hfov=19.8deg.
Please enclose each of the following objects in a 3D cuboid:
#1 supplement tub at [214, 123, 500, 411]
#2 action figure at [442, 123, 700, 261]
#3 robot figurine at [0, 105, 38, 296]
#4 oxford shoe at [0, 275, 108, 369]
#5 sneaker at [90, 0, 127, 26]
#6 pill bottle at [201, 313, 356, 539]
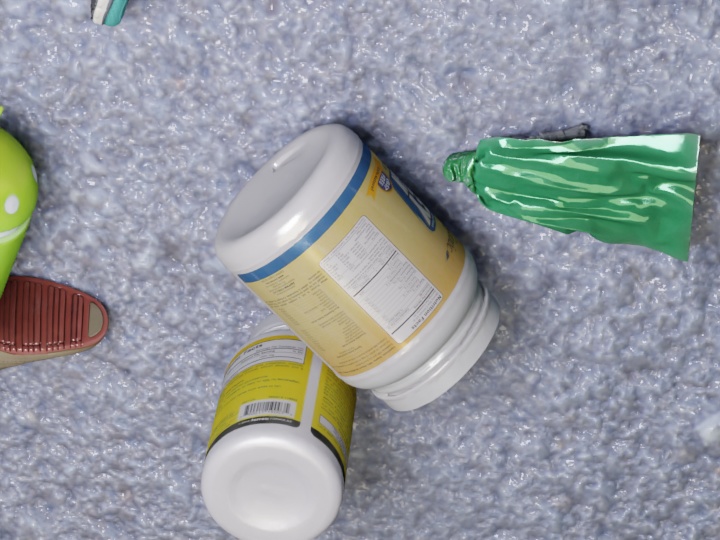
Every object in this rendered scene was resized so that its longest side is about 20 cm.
[{"bbox_3d":[0.000,0.000,1.617,0.144,0.145,0.200,-36,113,24],"label":"supplement tub"},{"bbox_3d":[0.162,-0.072,1.612,0.199,0.055,0.119,7,124,9],"label":"action figure"},{"bbox_3d":[-0.320,-0.035,1.609,0.115,0.176,0.200,25,127,-5],"label":"robot figurine"},{"bbox_3d":[-0.308,0.053,1.737,0.199,0.071,0.075,1,148,3],"label":"oxford shoe"},{"bbox_3d":[-0.135,-0.251,1.520,0.079,0.078,0.200,29,120,-23],"label":"sneaker"},{"bbox_3d":[-0.061,0.120,1.664,0.112,0.200,0.113,3,122,4],"label":"pill bottle"}]
